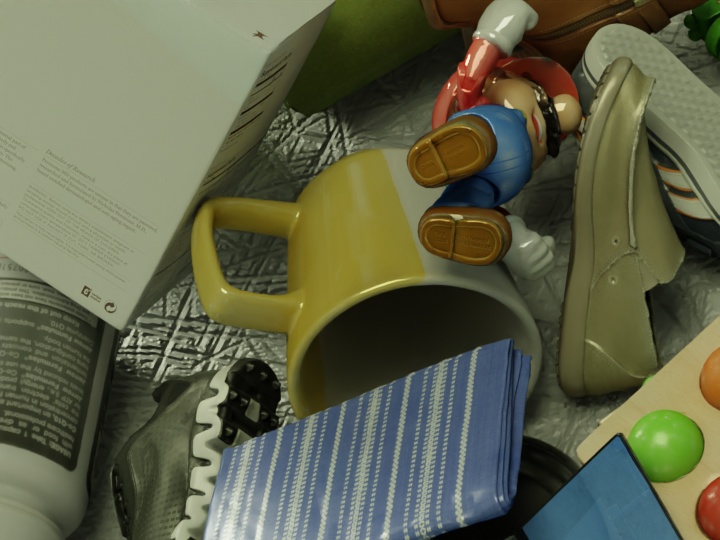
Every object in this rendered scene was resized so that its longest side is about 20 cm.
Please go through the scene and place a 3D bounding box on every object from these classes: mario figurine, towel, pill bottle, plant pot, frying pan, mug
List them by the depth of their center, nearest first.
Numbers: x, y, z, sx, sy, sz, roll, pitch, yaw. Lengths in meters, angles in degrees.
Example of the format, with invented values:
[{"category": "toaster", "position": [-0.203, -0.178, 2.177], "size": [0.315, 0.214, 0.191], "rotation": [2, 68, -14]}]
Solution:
[{"category": "towel", "position": [0.002, 0.116, 1.481], "size": [0.199, 0.024, 0.145], "rotation": [-23, 30, 22]}, {"category": "frying pan", "position": [0.101, 0.179, 1.485], "size": [0.115, 0.031, 0.191], "rotation": [-34, 83, -8]}, {"category": "mario figurine", "position": [0.089, -0.076, 1.540], "size": [0.105, 0.124, 0.200], "rotation": [28, 25, 2]}, {"category": "mug", "position": [0.010, -0.002, 1.584], "size": [0.149, 0.186, 0.154], "rotation": [-33, 41, 19]}, {"category": "pill bottle", "position": [-0.213, 0.096, 1.634], "size": [0.113, 0.114, 0.201], "rotation": [-3, 56, 19]}, {"category": "plant pot", "position": [0.002, -0.202, 1.726], "size": [0.190, 0.200, 0.201], "rotation": [-38, 52, 8]}]

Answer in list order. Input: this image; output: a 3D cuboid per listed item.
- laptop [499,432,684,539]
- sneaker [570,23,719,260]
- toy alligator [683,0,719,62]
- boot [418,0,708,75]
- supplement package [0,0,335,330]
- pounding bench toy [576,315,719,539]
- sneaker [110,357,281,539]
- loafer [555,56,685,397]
[{"category": "laptop", "position": [0.097, 0.221, 1.394], "size": [0.199, 0.116, 0.188], "rotation": [-29, 73, 1]}, {"category": "sneaker", "position": [0.200, -0.054, 1.608], "size": [0.078, 0.080, 0.200], "rotation": [-27, 67, -41]}, {"category": "toy alligator", "position": [0.229, -0.153, 1.669], "size": [0.054, 0.059, 0.200], "rotation": [-46, 54, -13]}, {"category": "boot", "position": [0.113, -0.184, 1.598], "size": [0.154, 0.200, 0.077], "rotation": [-23, 47, 14]}, {"category": "supplement package", "position": [-0.154, -0.113, 1.624], "size": [0.191, 0.147, 0.201], "rotation": [32, 113, 4]}, {"category": "pounding bench toy", "position": [0.187, 0.100, 1.452], "size": [0.124, 0.156, 0.200], "rotation": [-42, 53, -10]}, {"category": "sneaker", "position": [-0.112, 0.146, 1.596], "size": [0.090, 0.066, 0.201], "rotation": [-1, 63, 38]}, {"category": "loafer", "position": [0.155, -0.023, 1.560], "size": [0.068, 0.202, 0.076], "rotation": [6, 16, 5]}]
